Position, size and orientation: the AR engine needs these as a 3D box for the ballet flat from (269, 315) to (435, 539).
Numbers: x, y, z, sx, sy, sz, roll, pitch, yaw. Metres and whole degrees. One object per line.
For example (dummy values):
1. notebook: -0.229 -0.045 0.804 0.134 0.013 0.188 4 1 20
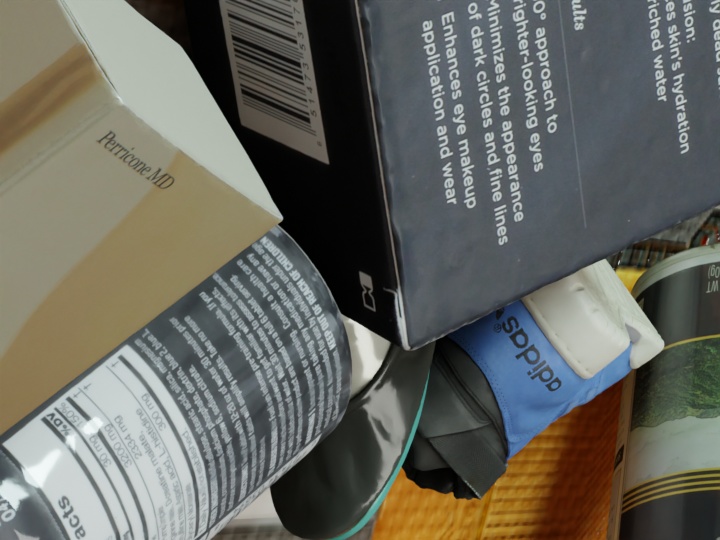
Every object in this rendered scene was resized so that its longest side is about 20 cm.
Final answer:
1. ballet flat: 0.000 0.000 1.029 0.068 0.068 0.201 43 59 -43

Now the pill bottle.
1. pill bottle: -0.101 0.062 0.872 0.200 0.106 0.107 -39 134 -38

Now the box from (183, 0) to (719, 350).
1. box: 0.048 -0.109 0.934 0.200 0.117 0.197 -23 119 -28

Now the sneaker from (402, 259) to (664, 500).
1. sneaker: 0.058 0.037 1.121 0.111 0.077 0.200 -36 178 9

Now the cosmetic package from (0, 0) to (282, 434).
1. cosmetic package: -0.132 0.005 0.738 0.200 0.071 0.105 -37 152 10

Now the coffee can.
1. coffee can: 0.179 0.108 1.196 0.146 0.146 0.201 49 43 -52
